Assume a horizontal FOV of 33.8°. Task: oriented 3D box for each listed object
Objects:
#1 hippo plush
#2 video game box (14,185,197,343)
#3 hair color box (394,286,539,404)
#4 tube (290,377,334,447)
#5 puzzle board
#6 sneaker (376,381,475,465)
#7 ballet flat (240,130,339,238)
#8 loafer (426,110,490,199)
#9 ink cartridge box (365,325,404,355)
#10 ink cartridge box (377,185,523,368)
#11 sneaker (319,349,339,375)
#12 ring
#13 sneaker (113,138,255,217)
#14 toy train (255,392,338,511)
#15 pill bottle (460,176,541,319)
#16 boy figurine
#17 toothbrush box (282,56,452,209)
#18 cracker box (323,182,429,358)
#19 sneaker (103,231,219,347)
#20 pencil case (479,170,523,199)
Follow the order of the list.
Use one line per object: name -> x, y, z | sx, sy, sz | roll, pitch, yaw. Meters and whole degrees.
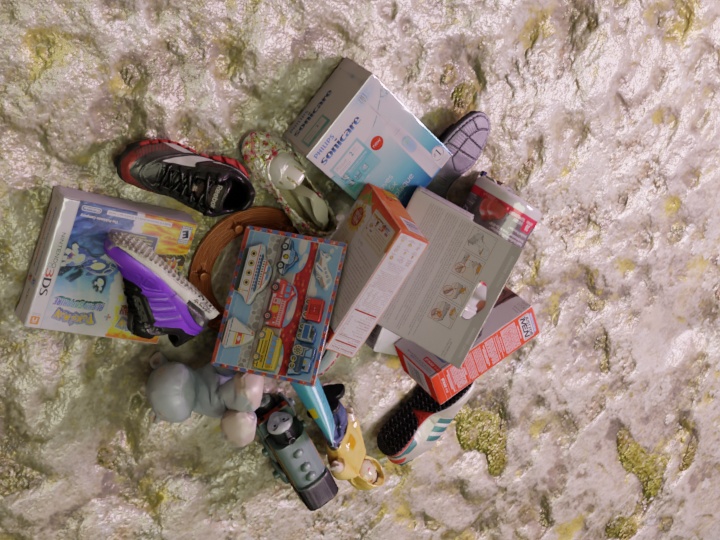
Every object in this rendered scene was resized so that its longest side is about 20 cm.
hippo plush -> -0.221, 0.150, 1.676 | 0.158, 0.200, 0.162 | 10, 93, -8
video game box -> -0.334, -0.003, 1.568 | 0.198, 0.047, 0.185 | 10, 110, -36
hair color box -> 0.165, 0.105, 1.838 | 0.199, 0.111, 0.065 | -33, 128, -15
tube -> -0.082, 0.159, 1.742 | 0.050, 0.078, 0.202 | -24, 105, 12
puzzle board -> -0.110, 0.045, 1.608 | 0.017, 0.148, 0.203 | 63, 39, -70
sneaker -> 0.115, 0.248, 1.984 | 0.199, 0.070, 0.094 | -42, 147, -9
ballet flat -> -0.090, -0.118, 1.651 | 0.076, 0.063, 0.200 | -54, 132, -17
loafer -> 0.117, -0.157, 1.773 | 0.072, 0.063, 0.202 | 33, 90, -37
ink cartridge box -> 0.104, 0.084, 1.892 | 0.198, 0.050, 0.110 | 13, 106, -38
ink cartridge box -> 0.112, 0.010, 1.692 | 0.174, 0.045, 0.202 | 29, 104, 3
sneaker -> -0.051, 0.062, 1.773 | 0.073, 0.081, 0.203 | 15, 107, -7
ring -> -0.154, 0.005, 1.705 | 0.198, 0.019, 0.203 | -16, 122, -26
sneaker -> -0.220, -0.118, 1.547 | 0.198, 0.098, 0.072 | 12, 110, -35
toy train -> -0.102, 0.276, 1.817 | 0.085, 0.114, 0.202 | -33, 128, -14
pill bottle -> 0.174, -0.026, 1.751 | 0.110, 0.110, 0.202 | 24, 98, -38
boy figurine -> -0.022, 0.281, 1.877 | 0.063, 0.125, 0.202 | -12, 120, 23
toothbrush box -> 0.012, -0.177, 1.673 | 0.147, 0.085, 0.200 | -49, 128, 1
cracker box -> 0.000, 0.000, 1.634 | 0.057, 0.134, 0.201 | 22, 112, -33
sneaker -> -0.277, 0.037, 1.552 | 0.100, 0.070, 0.200 | -46, 130, -1
pencil case -> 0.167, -0.052, 1.842 | 0.089, 0.078, 0.201 | 30, 96, -40
